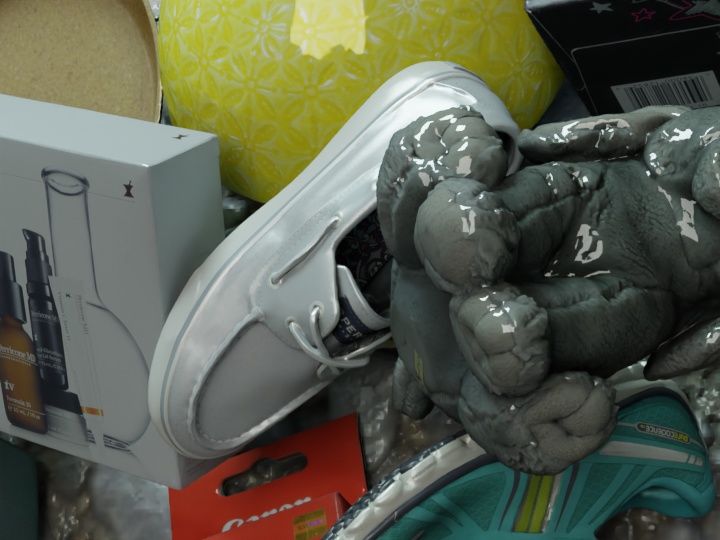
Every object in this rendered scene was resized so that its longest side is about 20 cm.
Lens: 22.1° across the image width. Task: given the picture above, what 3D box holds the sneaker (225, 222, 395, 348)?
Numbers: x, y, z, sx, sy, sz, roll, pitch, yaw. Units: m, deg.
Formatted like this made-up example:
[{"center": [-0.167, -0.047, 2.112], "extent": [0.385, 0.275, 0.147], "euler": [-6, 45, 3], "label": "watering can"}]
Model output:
[{"center": [0.000, 0.000, 0.831], "extent": [0.199, 0.081, 0.074], "euler": [-16, 71, 18], "label": "sneaker"}]

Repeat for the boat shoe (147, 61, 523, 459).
[{"center": [-0.008, 0.006, 0.751], "extent": [0.200, 0.072, 0.069], "euler": [-44, 33, 2], "label": "boat shoe"}]

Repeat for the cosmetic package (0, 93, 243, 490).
[{"center": [-0.148, 0.001, 0.837], "extent": [0.199, 0.052, 0.152], "euler": [12, 115, 33], "label": "cosmetic package"}]

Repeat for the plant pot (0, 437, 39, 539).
[{"center": [-0.238, 0.162, 0.857], "extent": [0.140, 0.141, 0.201], "euler": [9, 73, 24], "label": "plant pot"}]

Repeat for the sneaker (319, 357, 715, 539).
[{"center": [0.061, 0.101, 0.748], "extent": [0.199, 0.078, 0.080], "euler": [-22, 77, -21], "label": "sneaker"}]

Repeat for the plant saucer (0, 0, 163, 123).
[{"center": [-0.171, -0.078, 0.935], "extent": [0.199, 0.035, 0.202], "euler": [-6, 79, 30], "label": "plant saucer"}]

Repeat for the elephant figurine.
[{"center": [0.115, -0.013, 0.682], "extent": [0.199, 0.142, 0.155], "euler": [-23, 29, -15], "label": "elephant figurine"}]

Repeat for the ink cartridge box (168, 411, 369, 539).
[{"center": [-0.044, 0.150, 0.794], "extent": [0.108, 0.050, 0.201], "euler": [-21, 50, 15], "label": "ink cartridge box"}]

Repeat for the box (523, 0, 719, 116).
[{"center": [0.178, -0.149, 0.772], "extent": [0.199, 0.132, 0.116], "euler": [-8, 69, 20], "label": "box"}]

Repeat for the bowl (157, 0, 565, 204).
[{"center": [-0.006, -0.136, 0.820], "extent": [0.199, 0.108, 0.201], "euler": [-7, 52, 9], "label": "bowl"}]
